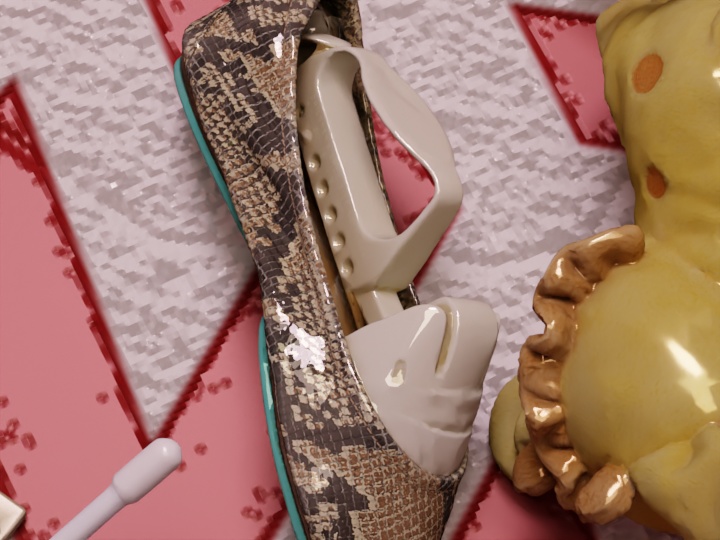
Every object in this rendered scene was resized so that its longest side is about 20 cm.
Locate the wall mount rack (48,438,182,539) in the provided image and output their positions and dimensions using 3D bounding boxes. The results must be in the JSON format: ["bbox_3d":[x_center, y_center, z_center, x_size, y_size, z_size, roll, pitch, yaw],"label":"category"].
[{"bbox_3d":[-0.086,0.147,0.753,0.174,0.075,0.200,-34,79,-32],"label":"wall mount rack"}]

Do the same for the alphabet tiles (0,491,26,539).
[{"bbox_3d":[-0.198,0.096,0.806,0.200,0.006,0.166,34,71,10],"label":"alphabet tiles"}]

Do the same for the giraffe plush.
[{"bbox_3d":[0.116,0.006,0.791,0.200,0.173,0.162,22,84,3],"label":"giraffe plush"}]

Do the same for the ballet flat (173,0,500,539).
[{"bbox_3d":[0.000,0.000,0.816,0.075,0.068,0.200,-27,65,26],"label":"ballet flat"}]
